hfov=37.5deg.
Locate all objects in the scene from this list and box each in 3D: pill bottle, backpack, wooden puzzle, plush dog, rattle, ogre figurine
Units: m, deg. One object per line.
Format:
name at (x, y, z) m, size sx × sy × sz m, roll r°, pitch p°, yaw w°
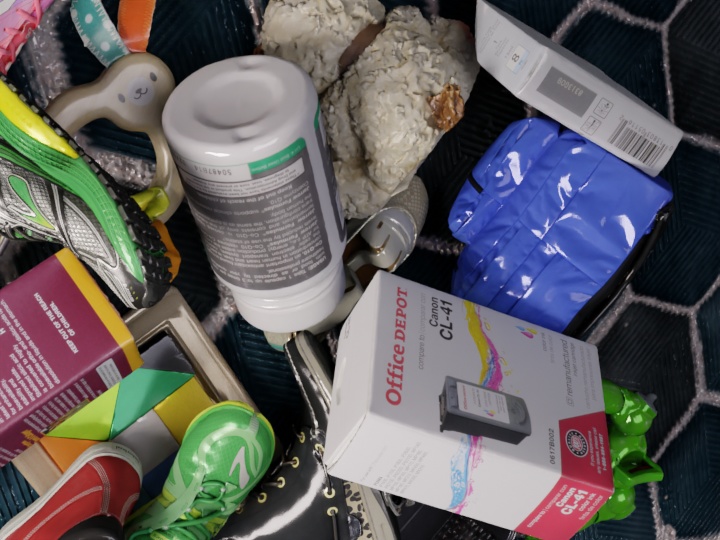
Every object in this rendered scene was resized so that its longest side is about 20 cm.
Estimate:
pill bottle at (-0.072, -0.051, 0.807) m, size 0.113 × 0.113 × 0.201 m, roll -30°, pitch 138°, yaw -17°
backpack at (0.160, -0.026, 0.935) m, size 0.167 × 0.162 × 0.201 m, roll 35°, pitch 106°, yaw 12°
wooden puzzle at (-0.177, 0.140, 0.876) m, size 0.185 × 0.037 × 0.201 m, roll -37°, pitch 117°, yaw -15°
plush dog at (-0.003, -0.162, 0.842) m, size 0.171 × 0.160 × 0.201 m, roll 37°, pitch 84°, yaw -5°
rattle at (-0.171, -0.104, 0.764) m, size 0.129 × 0.143 × 0.202 m, roll 16°, pitch 102°, yaw -11°
ogre figurine at (0.233, 0.192, 1.070) m, size 0.119 × 0.098 × 0.202 m, roll 1°, pitch 91°, yaw -16°

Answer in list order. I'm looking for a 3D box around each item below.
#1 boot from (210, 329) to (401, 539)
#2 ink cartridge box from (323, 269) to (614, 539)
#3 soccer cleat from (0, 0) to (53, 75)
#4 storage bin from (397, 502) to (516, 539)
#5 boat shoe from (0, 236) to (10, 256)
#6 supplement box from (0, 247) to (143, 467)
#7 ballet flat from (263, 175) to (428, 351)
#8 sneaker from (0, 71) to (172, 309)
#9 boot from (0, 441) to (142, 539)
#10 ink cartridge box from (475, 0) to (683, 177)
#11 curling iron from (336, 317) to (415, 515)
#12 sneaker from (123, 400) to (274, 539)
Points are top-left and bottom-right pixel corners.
boot at (-0.065, 0.166, 0.872) m, size 0.153 × 0.074 × 0.205 m, roll -21°, pitch 101°, yaw 4°
ink cartridge box at (0.083, 0.104, 0.811) m, size 0.199 × 0.148 × 0.086 m, roll 20°, pitch 133°, yaw -14°
soccer cleat at (-0.254, -0.175, 0.738) m, size 0.076 × 0.067 × 0.202 m, roll 17°, pitch 91°, yaw -20°
storage bin at (0.030, 0.257, 0.982) m, size 0.200 × 0.094 × 0.135 m, roll -47°, pitch 119°, yaw -8°
boat shoe at (-0.307, 0.001, 0.757) m, size 0.072 × 0.065 × 0.201 m, roll 40°, pitch 83°, yaw -29°
supplement box at (-0.263, 0.084, 0.762) m, size 0.199 × 0.110 × 0.086 m, roll -36°, pitch 82°, yaw -15°
ballet flat at (0.000, 0.000, 0.918) m, size 0.200 × 0.062 × 0.068 m, roll -47°, pitch 120°, yaw -9°
sneaker at (-0.202, -0.040, 0.704) m, size 0.085 × 0.200 × 0.078 m, roll -47°, pitch 162°, yaw -4°
boot at (-0.239, 0.237, 0.788) m, size 0.072 × 0.144 × 0.200 m, roll 36°, pitch 104°, yaw -19°
ink cartridge box at (0.156, -0.166, 0.887) m, size 0.159 × 0.200 × 0.047 m, roll 22°, pitch 109°, yaw -30°
curling iron at (0.011, 0.111, 0.874) m, size 0.025 × 0.201 × 0.050 m, roll -19°, pitch 136°, yaw 2°
sneaker at (-0.130, 0.187, 0.813) m, size 0.074 × 0.084 × 0.201 m, roll 32°, pitch 107°, yaw -16°
